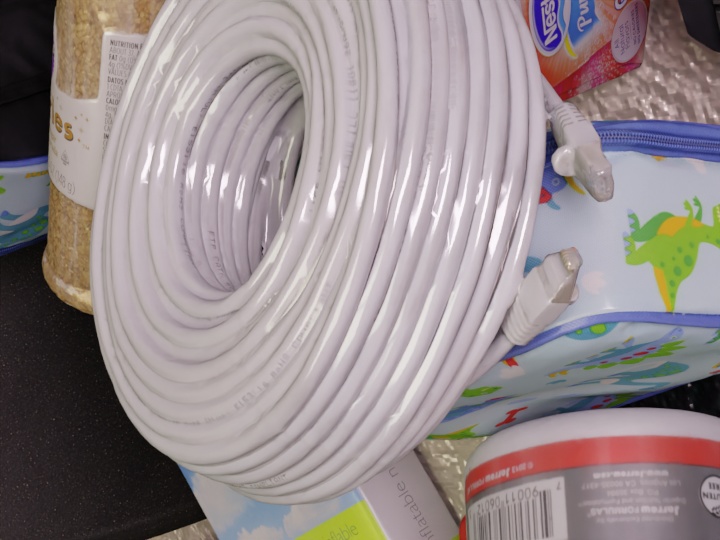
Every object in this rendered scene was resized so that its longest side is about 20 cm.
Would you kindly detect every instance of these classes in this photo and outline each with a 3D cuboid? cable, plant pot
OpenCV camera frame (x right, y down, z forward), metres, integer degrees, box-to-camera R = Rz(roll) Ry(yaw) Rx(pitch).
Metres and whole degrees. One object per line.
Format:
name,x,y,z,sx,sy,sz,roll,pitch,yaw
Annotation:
cable,-0.021,-0.024,0.636,0.201,0.069,0.201,-53,40,30
plant pot,-0.210,0.065,1.009,0.198,0.177,0.202,-5,107,48

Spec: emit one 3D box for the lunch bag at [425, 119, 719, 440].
lunch bag,0.072,0.008,0.699,0.199,0.159,0.083,-24,69,51

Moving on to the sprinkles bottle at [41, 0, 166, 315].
sprinkles bottle,-0.085,-0.080,0.738,0.068,0.068,0.202,31,130,32

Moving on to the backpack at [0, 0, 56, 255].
backpack,-0.162,-0.095,0.858,0.184,0.199,0.147,53,138,11

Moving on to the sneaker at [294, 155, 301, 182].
sneaker,0.000,0.000,0.818,0.080,0.129,0.201,-97,30,-52

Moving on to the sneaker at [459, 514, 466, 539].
sneaker,0.086,0.178,0.807,0.201,0.084,0.077,61,143,30

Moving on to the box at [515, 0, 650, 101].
box,0.008,-0.138,0.737,0.199,0.095,0.101,26,126,36

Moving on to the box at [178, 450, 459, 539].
box,-0.020,0.116,0.930,0.122,0.047,0.201,-36,82,48

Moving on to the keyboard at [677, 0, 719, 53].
keyboard,0.143,-0.113,0.576,0.126,0.021,0.200,8,156,23

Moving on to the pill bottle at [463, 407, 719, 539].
pill bottle,0.099,0.161,0.717,0.116,0.115,0.202,-27,58,49
